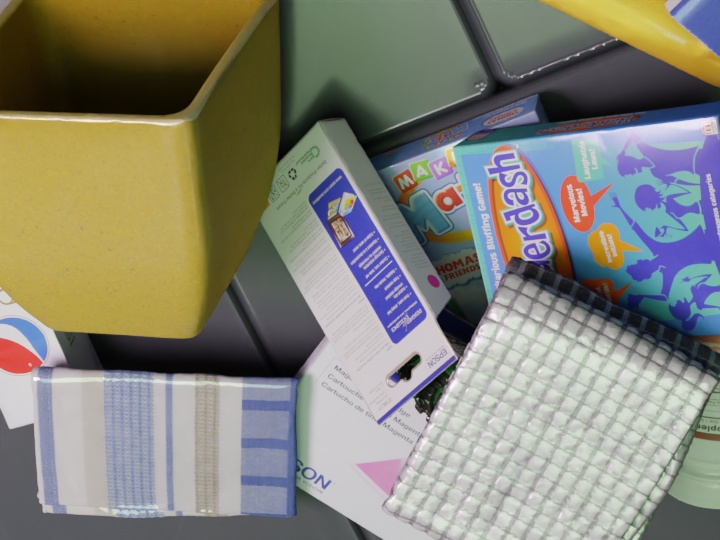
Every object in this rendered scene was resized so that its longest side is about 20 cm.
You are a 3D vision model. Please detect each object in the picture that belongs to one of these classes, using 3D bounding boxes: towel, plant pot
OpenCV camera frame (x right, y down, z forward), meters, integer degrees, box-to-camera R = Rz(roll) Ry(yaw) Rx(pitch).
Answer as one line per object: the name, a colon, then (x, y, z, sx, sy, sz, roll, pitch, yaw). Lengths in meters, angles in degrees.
towel: (-0.146, 0.128, 1.781, 0.200, 0.024, 0.147, 2, 130, 0)
plant pot: (-0.161, -0.065, 1.645, 0.194, 0.196, 0.200, 3, 122, 17)
towel: (0.131, 0.110, 1.609, 0.166, 0.086, 0.200, 26, 111, 1)

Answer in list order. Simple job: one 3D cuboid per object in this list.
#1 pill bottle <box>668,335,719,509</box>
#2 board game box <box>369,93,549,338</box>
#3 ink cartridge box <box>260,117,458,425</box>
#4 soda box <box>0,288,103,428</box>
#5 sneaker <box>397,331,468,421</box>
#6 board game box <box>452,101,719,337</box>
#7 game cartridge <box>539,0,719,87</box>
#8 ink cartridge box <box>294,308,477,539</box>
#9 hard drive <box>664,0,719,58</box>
pill bottle: (0.259, 0.065, 1.713, 0.112, 0.112, 0.200, 1, 117, 6)
board game box: (0.099, -0.012, 1.735, 0.151, 0.037, 0.200, -20, 112, 17)
ink cartridge box: (0.000, 0.000, 1.686, 0.095, 0.037, 0.200, -43, 68, 38)
soda box: (-0.262, 0.014, 1.775, 0.068, 0.064, 0.200, -15, 113, 14)
sneaker: (0.116, 0.093, 1.708, 0.200, 0.085, 0.078, 29, 152, 1)
board game box: (0.173, -0.028, 1.623, 0.200, 0.045, 0.152, -6, 106, 32)
game cartridge: (0.216, -0.243, 1.612, 0.176, 0.032, 0.200, 25, 115, -6)
ink cartridge box: (0.043, 0.120, 1.777, 0.196, 0.043, 0.200, 32, 130, -6)
hard drive: (0.320, -0.206, 1.596, 0.132, 0.025, 0.200, 35, 111, -28)
